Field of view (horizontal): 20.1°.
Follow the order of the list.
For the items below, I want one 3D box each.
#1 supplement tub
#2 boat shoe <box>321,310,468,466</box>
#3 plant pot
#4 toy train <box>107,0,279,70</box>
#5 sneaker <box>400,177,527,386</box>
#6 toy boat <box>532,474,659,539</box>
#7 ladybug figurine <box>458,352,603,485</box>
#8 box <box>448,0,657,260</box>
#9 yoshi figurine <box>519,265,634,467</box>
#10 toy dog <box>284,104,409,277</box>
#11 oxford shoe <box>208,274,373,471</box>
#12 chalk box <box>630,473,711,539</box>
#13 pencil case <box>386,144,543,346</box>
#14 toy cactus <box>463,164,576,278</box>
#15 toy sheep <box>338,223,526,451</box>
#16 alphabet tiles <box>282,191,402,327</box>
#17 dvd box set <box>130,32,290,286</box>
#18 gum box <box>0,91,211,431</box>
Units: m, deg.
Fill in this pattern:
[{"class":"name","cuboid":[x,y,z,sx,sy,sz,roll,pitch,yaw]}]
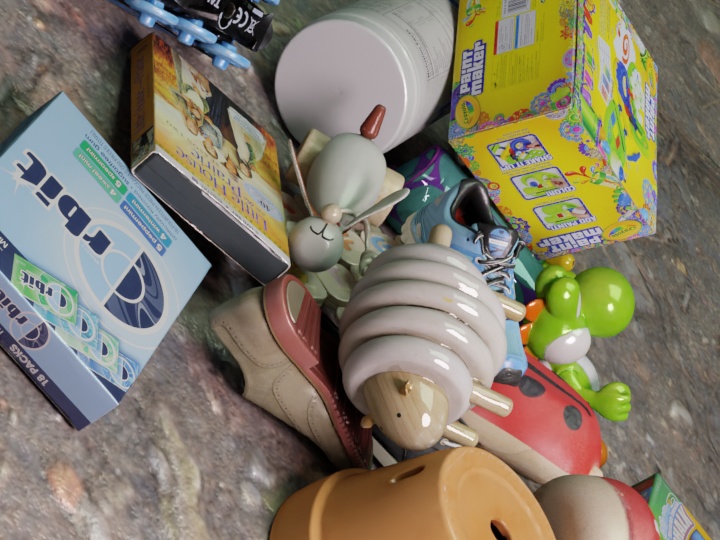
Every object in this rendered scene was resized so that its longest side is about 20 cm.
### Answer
[{"class":"supplement tub","cuboid":[0.020,-0.180,1.816,0.132,0.132,0.200,56,30,-1]},{"class":"boat shoe","cuboid":[0.005,0.081,1.598,0.200,0.068,0.072,45,31,-10]},{"class":"plant pot","cuboid":[0.051,0.216,1.459,0.200,0.140,0.200,38,33,-30]},{"class":"toy train","cuboid":[-0.150,-0.229,1.628,0.114,0.087,0.200,26,0,32]},{"class":"sneaker","cuboid":[0.091,0.004,1.623,0.078,0.090,0.200,13,42,-34]},{"class":"toy boat","cuboid":[0.178,0.244,1.551,0.130,0.200,0.131,8,50,-18]},{"class":"ladybug figurine","cuboid":[0.123,0.109,1.675,0.200,0.072,0.136,35,15,18]},{"class":"box","cuboid":[0.179,-0.152,1.831,0.193,0.122,0.201,49,37,-43]},{"class":"yoshi figurine","cuboid":[0.196,0.075,1.760,0.112,0.112,0.201,-50,147,-40]},{"class":"toy dog","cuboid":[-0.008,-0.071,1.631,0.131,0.097,0.200,17,25,-22]},{"class":"oxford shoe","cuboid":[-0.047,0.084,1.518,0.071,0.075,0.200,-83,153,-50]},{"class":"chalk box","cuboid":[0.224,0.265,1.692,0.200,0.125,0.124,52,29,-11]},{"class":"pencil case","cuboid":[0.100,-0.016,1.822,0.200,0.085,0.092,49,-7,-12]},{"class":"toy cactus","cuboid":[0.145,-0.057,1.943,0.165,0.102,0.201,-15,82,-50]},{"class":"toy sheep","cuboid":[0.049,0.048,1.502,0.138,0.138,0.200,40,40,-28]},{"class":"alphabet tiles","cuboid":[0.000,0.000,1.645,0.199,0.015,0.196,7,37,-40]},{"class":"dvd box set","cuboid":[-0.118,-0.090,1.574,0.146,0.029,0.200,41,20,-26]},{"class":"gum box","cuboid":[-0.200,-0.011,1.398,0.170,0.044,0.200,50,30,-13]}]
